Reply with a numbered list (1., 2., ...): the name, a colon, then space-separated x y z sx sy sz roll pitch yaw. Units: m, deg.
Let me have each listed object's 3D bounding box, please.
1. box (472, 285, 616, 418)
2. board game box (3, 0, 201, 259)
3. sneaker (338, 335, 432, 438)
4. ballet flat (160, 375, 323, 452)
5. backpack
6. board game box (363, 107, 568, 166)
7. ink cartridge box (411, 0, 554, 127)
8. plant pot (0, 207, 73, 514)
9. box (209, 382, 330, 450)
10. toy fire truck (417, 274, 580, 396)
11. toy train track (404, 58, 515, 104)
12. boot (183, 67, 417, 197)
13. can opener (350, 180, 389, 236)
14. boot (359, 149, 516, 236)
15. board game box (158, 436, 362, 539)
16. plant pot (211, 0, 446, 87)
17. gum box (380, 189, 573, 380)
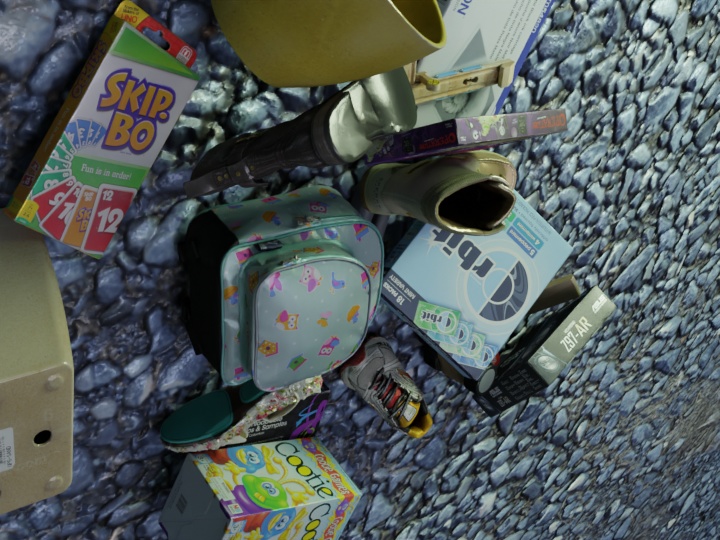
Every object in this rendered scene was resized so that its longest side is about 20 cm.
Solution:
1. box: 0.251 0.116 1.372 0.160 0.044 0.200 -43 176 -25
2. board game box: -0.210 -0.116 0.834 0.095 0.030 0.202 30 86 -52
3. sneaker: 0.042 0.152 1.272 0.078 0.082 0.200 -46 141 -3
4. ballet flat: -0.124 0.153 1.085 0.198 0.076 0.064 -29 130 9
5. backpack: -0.066 0.014 1.005 0.198 0.153 0.179 -22 129 -35
6. board game box: 0.108 -0.135 0.992 0.198 0.119 0.033 -14 100 -47
7. ink cartridge box: 0.130 -0.236 1.073 0.198 0.041 0.202 5 117 -46
8. plant pot: -0.326 0.093 0.795 0.198 0.177 0.203 -15 131 -36
9. box: -0.124 0.229 1.214 0.141 0.036 0.203 -5 126 -42
10. toy fire truck: 0.182 0.044 1.302 0.200 0.128 0.177 -46 143 -23
11. toy train track: 0.084 -0.183 1.015 0.197 0.033 0.116 -19 131 -28
12. boot: -0.054 -0.128 0.906 0.200 0.172 0.070 -39 112 -52
13. can opener: 0.000 0.000 1.119 0.053 0.067 0.203 -3 123 -41
14. boot: 0.118 -0.082 1.044 0.197 0.154 0.074 -8 105 -30
15. board game box: -0.113 0.274 1.146 0.198 0.103 0.106 1 124 -46
16. plant pot: -0.040 -0.233 0.817 0.141 0.203 0.199 -29 147 21
17. gum box: 0.131 -0.004 1.170 0.169 0.044 0.201 41 80 -15
